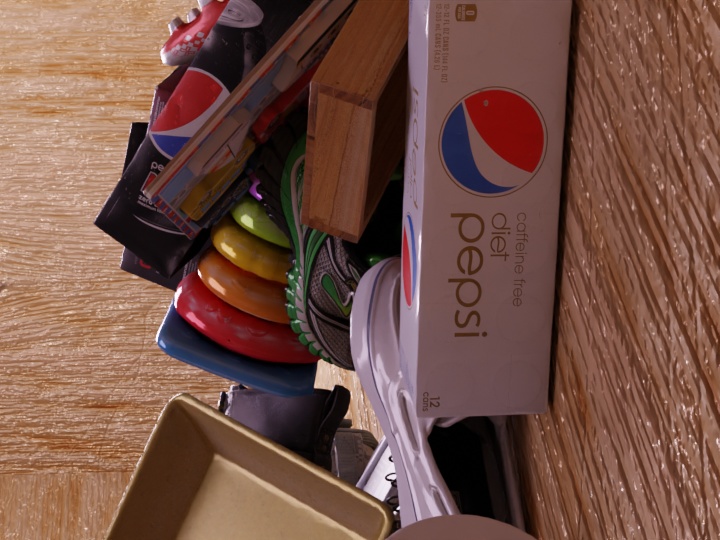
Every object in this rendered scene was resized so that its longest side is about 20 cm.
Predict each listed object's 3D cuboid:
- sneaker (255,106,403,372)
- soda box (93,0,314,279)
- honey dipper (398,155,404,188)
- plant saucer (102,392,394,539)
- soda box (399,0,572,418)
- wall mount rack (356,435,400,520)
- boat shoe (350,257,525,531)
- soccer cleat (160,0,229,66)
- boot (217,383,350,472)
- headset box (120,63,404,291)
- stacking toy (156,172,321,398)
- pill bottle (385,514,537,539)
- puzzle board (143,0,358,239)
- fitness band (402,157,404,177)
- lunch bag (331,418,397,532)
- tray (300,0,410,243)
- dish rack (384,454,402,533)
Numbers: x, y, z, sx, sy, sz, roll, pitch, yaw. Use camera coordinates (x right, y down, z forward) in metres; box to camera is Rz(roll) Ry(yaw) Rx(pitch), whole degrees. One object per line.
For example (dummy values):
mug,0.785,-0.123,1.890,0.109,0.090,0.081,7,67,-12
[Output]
sneaker,0.000,0.000,0.940,0.085,0.078,0.201,28,153,33
soda box,-0.087,-0.097,1.008,0.201,0.063,0.071,-56,-1,18
honey dipper,0.010,-0.141,0.994,0.038,0.037,0.203,-137,46,-81
plant saucer,-0.080,0.205,0.987,0.048,0.199,0.202,30,-95,-52
soda box,0.056,-0.035,0.752,0.064,0.067,0.203,-109,19,-70
wall mount rack,0.016,0.101,1.136,0.175,0.074,0.200,-61,7,-3
boat shoe,0.050,0.079,0.839,0.065,0.073,0.202,-41,59,50
soccer cleat,-0.041,-0.164,1.052,0.086,0.198,0.069,64,-163,-11
boot,-0.088,0.166,1.080,0.069,0.198,0.176,27,-122,-50
headset box,-0.073,-0.048,1.108,0.075,0.198,0.150,-54,-16,-59
stacking toy,-0.049,-0.030,1.016,0.116,0.108,0.202,-84,13,-73
pill bottle,0.039,0.214,0.721,0.116,0.114,0.202,-99,11,-52
puzzle board,-0.039,-0.101,0.896,0.200,0.017,0.151,-49,-5,-3
fitness band,0.049,-0.069,0.954,0.201,0.037,0.145,-96,8,-47
lunch bag,-0.033,0.238,1.269,0.168,0.138,0.202,130,138,-56
tray,0.022,-0.121,0.831,0.099,0.037,0.201,97,-164,-49
dish rack,0.044,0.135,0.943,0.154,0.054,0.202,102,166,-58
